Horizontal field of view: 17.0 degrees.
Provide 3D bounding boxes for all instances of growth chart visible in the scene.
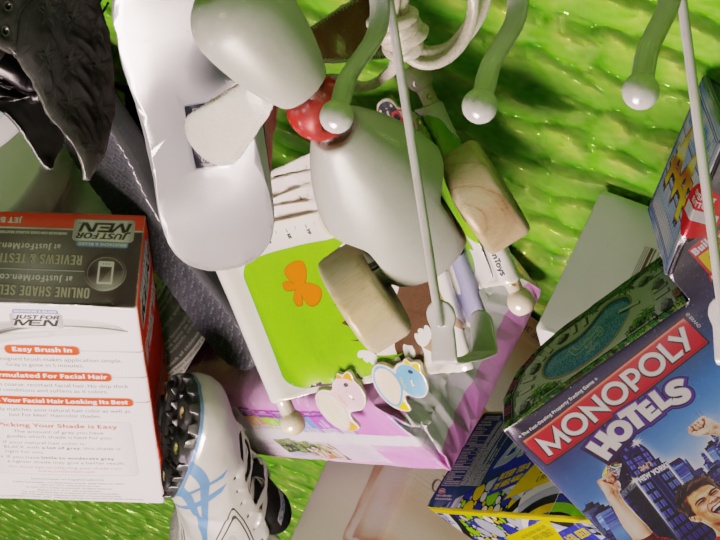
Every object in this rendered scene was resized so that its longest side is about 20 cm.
[{"bbox_3d":[0.000,0.000,1.164,0.200,0.018,0.145,-27,92,44],"label":"growth chart"}]

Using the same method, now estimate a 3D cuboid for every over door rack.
[{"bbox_3d":[0.065,-0.047,0.910,0.147,0.067,0.201,-1,114,37],"label":"over door rack"}]

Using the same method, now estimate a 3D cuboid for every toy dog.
[{"bbox_3d":[-0.007,-0.064,1.041,0.096,0.131,0.201,-122,15,-53],"label":"toy dog"}]

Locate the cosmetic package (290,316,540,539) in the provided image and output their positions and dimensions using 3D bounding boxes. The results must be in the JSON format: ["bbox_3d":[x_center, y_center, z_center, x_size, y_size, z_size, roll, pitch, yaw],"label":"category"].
[{"bbox_3d":[0.043,0.121,1.337,0.103,0.201,0.087,35,160,-30],"label":"cosmetic package"}]

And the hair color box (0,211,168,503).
[{"bbox_3d":[-0.164,0.051,1.317,0.110,0.064,0.200,2,146,1],"label":"hair color box"}]

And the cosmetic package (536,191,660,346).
[{"bbox_3d":[0.159,0.051,1.187,0.112,0.081,0.200,21,160,20],"label":"cosmetic package"}]

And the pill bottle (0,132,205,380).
[{"bbox_3d":[-0.158,-0.008,1.389,0.116,0.117,0.200,10,156,39],"label":"pill bottle"}]

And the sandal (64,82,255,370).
[{"bbox_3d":[-0.103,-0.040,1.275,0.201,0.043,0.076,57,157,-10],"label":"sandal"}]

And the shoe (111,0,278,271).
[{"bbox_3d":[-0.072,-0.104,1.093,0.071,0.091,0.201,-5,128,-2],"label":"shoe"}]

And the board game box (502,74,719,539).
[{"bbox_3d":[0.165,0.028,1.016,0.200,0.200,0.062,47,-162,-23],"label":"board game box"}]

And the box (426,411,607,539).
[{"bbox_3d":[0.115,0.111,1.179,0.070,0.065,0.200,36,164,-18],"label":"box"}]

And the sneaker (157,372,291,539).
[{"bbox_3d":[-0.075,0.114,1.324,0.072,0.072,0.200,-3,148,-2],"label":"sneaker"}]

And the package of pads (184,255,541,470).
[{"bbox_3d":[-0.002,0.040,1.306,0.076,0.121,0.199,43,155,-28],"label":"package of pads"}]

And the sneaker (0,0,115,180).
[{"bbox_3d":[-0.164,-0.135,1.072,0.060,0.105,0.200,9,156,35],"label":"sneaker"}]

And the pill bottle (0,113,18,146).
[{"bbox_3d":[-0.230,-0.141,1.139,0.110,0.111,0.200,16,159,26],"label":"pill bottle"}]
